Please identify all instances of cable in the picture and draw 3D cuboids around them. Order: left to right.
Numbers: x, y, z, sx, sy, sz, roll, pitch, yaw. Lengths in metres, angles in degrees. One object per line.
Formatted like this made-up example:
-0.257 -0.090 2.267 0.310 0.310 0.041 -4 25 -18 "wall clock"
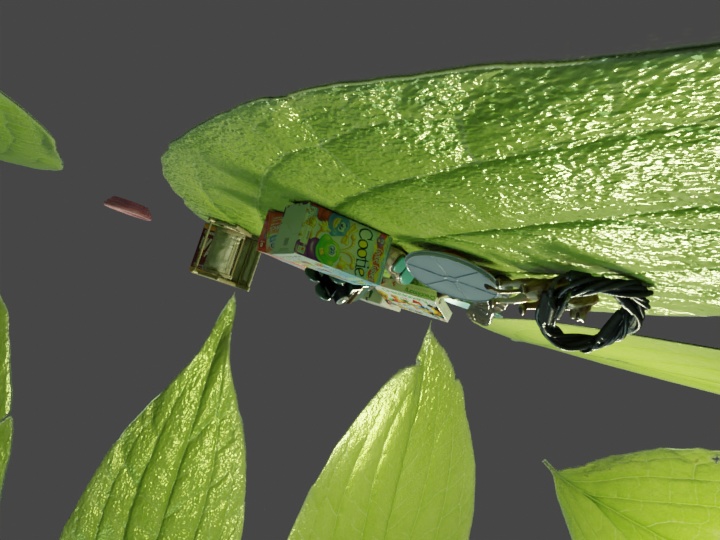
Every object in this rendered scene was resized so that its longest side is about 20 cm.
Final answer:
0.357 0.065 0.953 0.162 0.051 0.200 -4 142 8 "cable"

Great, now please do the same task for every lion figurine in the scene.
0.310 0.037 1.072 0.122 0.073 0.200 -9 -166 -15 "lion figurine"

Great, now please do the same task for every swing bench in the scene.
-0.450 -0.053 2.131 0.129 0.200 0.200 16 174 26 "swing bench"

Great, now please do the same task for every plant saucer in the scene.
-0.976 -0.265 2.602 0.199 0.051 0.201 19 175 2 "plant saucer"
0.323 0.090 1.799 0.200 0.039 0.201 18 174 2 "plant saucer"

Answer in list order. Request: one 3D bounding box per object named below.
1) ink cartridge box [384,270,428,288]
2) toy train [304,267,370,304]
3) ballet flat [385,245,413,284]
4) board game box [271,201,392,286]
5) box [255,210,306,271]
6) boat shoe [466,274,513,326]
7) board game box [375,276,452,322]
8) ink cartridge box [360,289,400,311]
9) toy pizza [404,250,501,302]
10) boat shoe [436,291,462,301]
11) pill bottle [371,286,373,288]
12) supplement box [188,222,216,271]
0.123 0.042 1.762 0.199 0.048 0.146 12 157 40 "ink cartridge box"
-0.062 -0.012 1.357 0.114 0.085 0.201 -1 -129 -43 "toy train"
0.081 -0.020 1.394 0.067 0.068 0.200 37 176 19 "ballet flat"
-0.054 -0.049 1.211 0.199 0.104 0.105 21 170 -31 "board game box"
-0.144 -0.060 1.467 0.094 0.103 0.200 15 175 31 "box"
0.280 0.050 1.318 0.074 0.073 0.200 30 155 5 "boat shoe"
0.142 0.076 1.691 0.199 0.035 0.126 15 158 33 "board game box"
0.070 0.105 2.661 0.199 0.085 0.146 14 174 42 "ink cartridge box"
0.183 0.005 1.219 0.199 0.032 0.200 21 161 7 "toy pizza"
0.226 0.033 1.391 0.064 0.074 0.200 5 178 -9 "boat shoe"
0.000 0.000 1.588 0.106 0.107 0.200 18 176 7 "pill bottle"
-0.561 -0.063 2.448 0.132 0.198 0.200 18 175 3 "supplement box"
